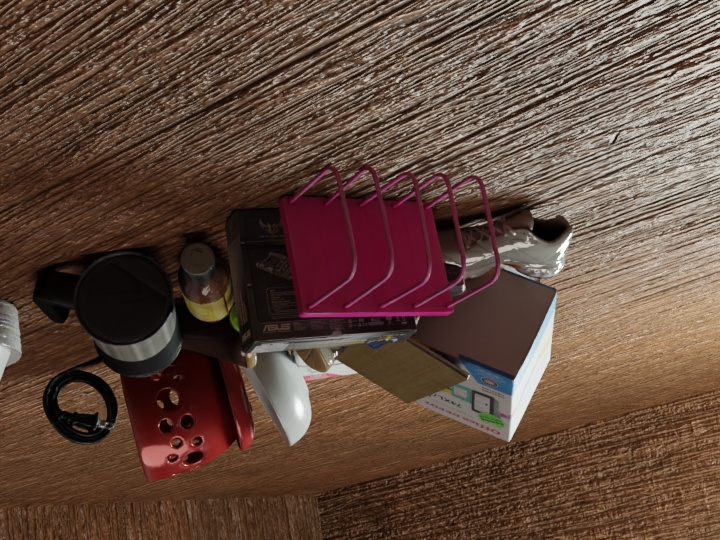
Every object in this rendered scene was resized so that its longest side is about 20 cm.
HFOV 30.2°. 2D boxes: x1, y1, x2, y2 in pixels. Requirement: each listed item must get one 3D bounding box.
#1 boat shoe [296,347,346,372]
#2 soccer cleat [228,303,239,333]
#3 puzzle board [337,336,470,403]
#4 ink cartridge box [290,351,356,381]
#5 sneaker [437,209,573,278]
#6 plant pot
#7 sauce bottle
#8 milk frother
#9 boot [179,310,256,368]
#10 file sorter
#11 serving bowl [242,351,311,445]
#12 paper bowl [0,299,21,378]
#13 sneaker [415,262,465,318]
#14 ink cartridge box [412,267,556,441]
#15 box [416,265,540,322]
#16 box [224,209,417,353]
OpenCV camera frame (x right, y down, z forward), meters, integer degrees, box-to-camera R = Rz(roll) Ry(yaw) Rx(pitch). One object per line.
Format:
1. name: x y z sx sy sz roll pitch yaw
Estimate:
1. boat shoe: -0.068 0.032 1.640 0.072 0.200 0.065 7 -141 45
2. soccer cleat: -0.086 0.064 1.727 0.200 0.068 0.081 -3 166 -32
3. puzzle board: 0.039 0.113 1.713 0.151 0.017 0.200 33 157 -10
4. ink cartridge box: -0.034 0.102 2.020 0.146 0.083 0.200 -8 165 -4
5. sneaker: 0.172 -0.044 1.671 0.200 0.076 0.092 -2 142 -17
6. plant pot: -0.269 0.209 2.076 0.182 0.201 0.200 -15 166 -10
7. sauce bottle: -0.191 0.012 1.641 0.066 0.066 0.200 -8 163 -5
8. milk frother: -0.309 0.100 1.634 0.180 0.200 0.188 -4 164 -4
9. boot: -0.231 0.094 1.814 0.166 0.072 0.200 -1 -174 -15
10. file sorter: 0.035 -0.035 1.467 0.200 0.139 0.125 1 159 -32
11. serving bowl: -0.127 0.161 2.011 0.066 0.200 0.200 -29 168 -10
12. paper bowl: -0.537 0.107 1.705 0.200 0.104 0.201 -9 166 -2
13. sneaker: 0.073 0.030 1.655 0.095 0.079 0.200 -5 170 -16
14. ink cartridge box: 0.163 0.104 1.766 0.147 0.146 0.200 21 154 16
15. box: 0.135 0.022 1.848 0.200 0.035 0.110 -22 144 31
16. box: -0.046 0.008 1.530 0.200 0.159 0.048 -4 161 -22
